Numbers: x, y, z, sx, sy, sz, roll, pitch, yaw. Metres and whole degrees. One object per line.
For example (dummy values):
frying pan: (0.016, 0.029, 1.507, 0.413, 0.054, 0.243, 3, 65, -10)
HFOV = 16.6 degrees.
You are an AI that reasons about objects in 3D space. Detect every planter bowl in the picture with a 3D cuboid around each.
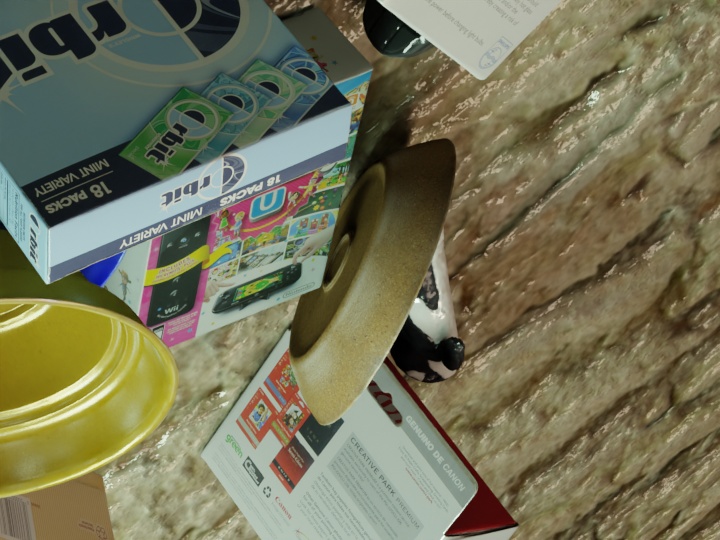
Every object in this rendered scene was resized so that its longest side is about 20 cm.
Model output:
planter bowl: (-0.198, 0.036, 1.272, 0.200, 0.084, 0.201, -9, 149, -6)

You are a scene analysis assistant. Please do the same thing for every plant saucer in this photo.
plant saucer: (0.000, 0.000, 1.580, 0.035, 0.200, 0.200, 24, 122, -12)

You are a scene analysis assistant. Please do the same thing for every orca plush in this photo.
orca plush: (0.026, 0.020, 1.677, 0.071, 0.106, 0.200, -15, 160, -5)

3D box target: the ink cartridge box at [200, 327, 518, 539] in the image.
ink cartridge box: (0.008, 0.137, 1.712, 0.084, 0.200, 0.176, -2, 136, -48)

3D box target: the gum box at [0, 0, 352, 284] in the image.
gum box: (-0.129, -0.104, 1.220, 0.170, 0.200, 0.045, -23, 148, -25)

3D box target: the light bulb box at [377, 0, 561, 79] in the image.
light bulb box: (0.051, -0.243, 1.232, 0.200, 0.198, 0.125, -45, 152, 9)

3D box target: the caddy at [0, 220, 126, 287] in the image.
caddy: (-0.198, -0.034, 1.336, 0.141, 0.105, 0.200, -31, 150, -16)

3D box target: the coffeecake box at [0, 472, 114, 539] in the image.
coffeecake box: (-0.273, 0.174, 1.505, 0.199, 0.073, 0.153, -21, 156, 19)

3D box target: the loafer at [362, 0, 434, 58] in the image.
loafer: (0.083, -0.201, 1.461, 0.200, 0.073, 0.072, -46, 155, 16)

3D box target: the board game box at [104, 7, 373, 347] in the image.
board game box: (-0.084, -0.049, 1.491, 0.147, 0.064, 0.200, -23, 147, -29)
